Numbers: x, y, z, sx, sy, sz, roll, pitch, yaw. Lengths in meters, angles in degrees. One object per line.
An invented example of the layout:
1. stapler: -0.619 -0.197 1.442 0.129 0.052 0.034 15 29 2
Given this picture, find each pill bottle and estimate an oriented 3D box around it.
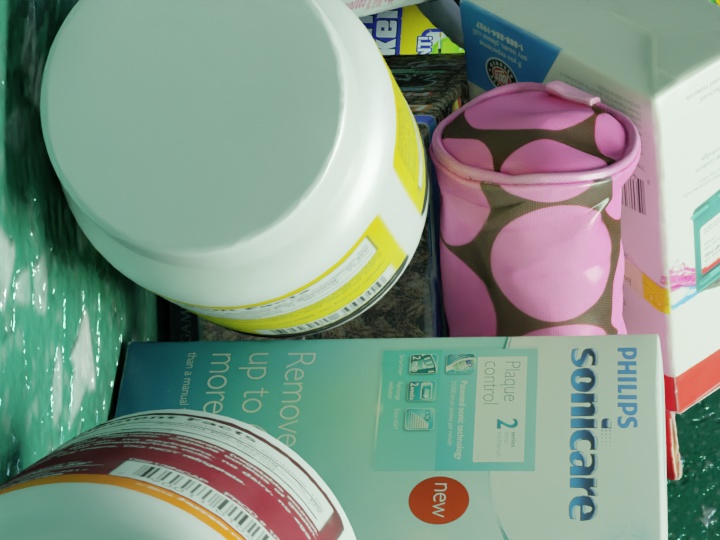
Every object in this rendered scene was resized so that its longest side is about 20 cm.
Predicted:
1. pill bottle: -0.039 -0.041 0.859 0.200 0.114 0.115 48 42 -81
2. pill bottle: -0.057 0.099 0.686 0.200 0.112 0.114 -32 122 -82

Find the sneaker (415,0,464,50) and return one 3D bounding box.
1. sneaker: 0.050 -0.183 1.105 0.200 0.114 0.075 50 35 -5

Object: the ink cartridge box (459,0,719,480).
1. ink cartridge box: 0.111 -0.023 1.069 0.116 0.067 0.201 33 -37 41

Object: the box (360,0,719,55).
1. box: 0.075 -0.159 1.282 0.200 0.192 0.122 -95 -174 -46

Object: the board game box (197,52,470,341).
1. board game box: 0.000 0.000 1.083 0.200 0.096 0.160 -50 139 -74

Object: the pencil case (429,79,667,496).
1. pencil case: 0.077 0.022 1.003 0.094 0.091 0.201 -38 136 -37

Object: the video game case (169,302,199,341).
1. video game case: -0.057 0.015 1.089 0.143 0.019 0.201 -7 98 -80

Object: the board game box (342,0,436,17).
1. board game box: 0.009 -0.201 0.973 0.147 0.064 0.201 -28 134 -69

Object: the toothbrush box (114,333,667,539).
1. toothbrush box: 0.010 0.103 0.904 0.086 0.199 0.147 84 9 -45
